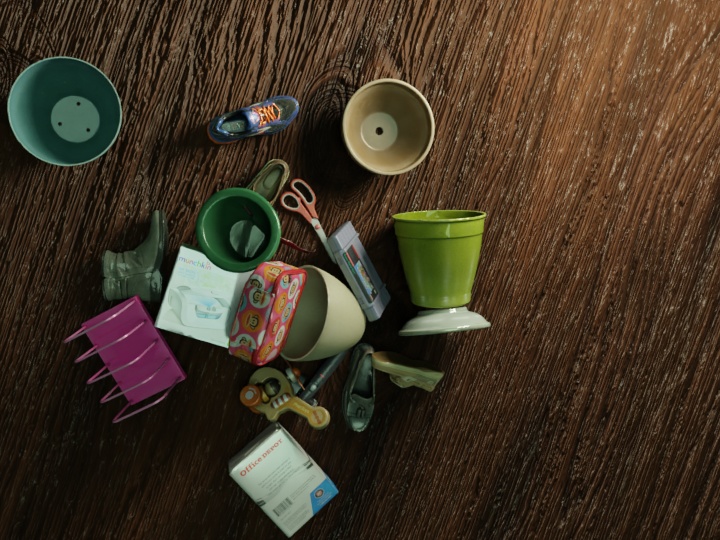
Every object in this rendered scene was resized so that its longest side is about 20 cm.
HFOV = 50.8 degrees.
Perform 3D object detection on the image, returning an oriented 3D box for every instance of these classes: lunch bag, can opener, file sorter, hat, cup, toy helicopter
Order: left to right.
[{"bbox_3d":[-0.474,0.181,1.518,0.139,0.125,0.200,-26,101,12],"label":"file sorter"},{"bbox_3d":[-0.230,-0.065,1.584,0.166,0.176,0.200,-44,84,-1],"label":"hat"},{"bbox_3d":[-0.179,0.081,1.507,0.082,0.176,0.200,20,98,13],"label":"lunch bag"},{"bbox_3d":[-0.147,0.268,1.610,0.200,0.079,0.132,26,73,20],"label":"toy helicopter"},{"bbox_3d":[-0.090,0.230,1.659,0.079,0.063,0.200,45,85,-12],"label":"can opener"},{"bbox_3d":[-0.073,0.101,1.602,0.143,0.200,0.201,15,92,-37],"label":"cup"}]

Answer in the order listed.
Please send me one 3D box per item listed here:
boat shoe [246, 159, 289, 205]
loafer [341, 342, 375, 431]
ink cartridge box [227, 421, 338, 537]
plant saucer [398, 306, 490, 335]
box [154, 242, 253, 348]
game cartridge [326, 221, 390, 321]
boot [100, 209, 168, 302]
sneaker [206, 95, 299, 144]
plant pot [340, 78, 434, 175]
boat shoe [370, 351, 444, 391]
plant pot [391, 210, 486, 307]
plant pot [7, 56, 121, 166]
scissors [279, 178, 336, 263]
[{"bbox_3d":[-0.218,-0.147,1.592,0.075,0.075,0.202,29,88,-13],"label":"boat shoe"},{"bbox_3d":[0.001,0.264,1.682,0.072,0.063,0.200,4,94,-13],"label":"loafer"},{"bbox_3d":[-0.170,0.449,1.650,0.146,0.084,0.200,-40,101,-7],"label":"ink cartridge box"},{"bbox_3d":[0.179,0.108,1.643,0.200,0.200,0.050,-4,86,-12],"label":"plant saucer"},{"bbox_3d":[-0.304,0.056,1.582,0.200,0.097,0.177,19,93,-13],"label":"box"},{"bbox_3d":[0.000,0.000,1.628,0.038,0.130,0.200,-25,101,16],"label":"game cartridge"},{"bbox_3d":[-0.466,-0.031,1.555,0.130,0.068,0.200,6,93,-8],"label":"boot"},{"bbox_3d":[-0.219,-0.311,1.576,0.200,0.078,0.075,-24,100,-9],"label":"sneaker"},{"bbox_3d":[0.050,-0.304,1.630,0.201,0.093,0.201,-1,96,-13],"label":"plant pot"},{"bbox_3d":[0.100,0.230,1.677,0.200,0.071,0.065,18,102,-34],"label":"boat shoe"},{"bbox_3d":[0.170,-0.024,1.632,0.200,0.200,0.193,-4,100,-12],"label":"plant pot"},{"bbox_3d":[-0.563,-0.301,1.471,0.200,0.135,0.200,-1,95,-13],"label":"plant pot"},{"bbox_3d":[-0.095,-0.109,1.654,0.073,0.014,0.200,-43,101,-8],"label":"scissors"}]
